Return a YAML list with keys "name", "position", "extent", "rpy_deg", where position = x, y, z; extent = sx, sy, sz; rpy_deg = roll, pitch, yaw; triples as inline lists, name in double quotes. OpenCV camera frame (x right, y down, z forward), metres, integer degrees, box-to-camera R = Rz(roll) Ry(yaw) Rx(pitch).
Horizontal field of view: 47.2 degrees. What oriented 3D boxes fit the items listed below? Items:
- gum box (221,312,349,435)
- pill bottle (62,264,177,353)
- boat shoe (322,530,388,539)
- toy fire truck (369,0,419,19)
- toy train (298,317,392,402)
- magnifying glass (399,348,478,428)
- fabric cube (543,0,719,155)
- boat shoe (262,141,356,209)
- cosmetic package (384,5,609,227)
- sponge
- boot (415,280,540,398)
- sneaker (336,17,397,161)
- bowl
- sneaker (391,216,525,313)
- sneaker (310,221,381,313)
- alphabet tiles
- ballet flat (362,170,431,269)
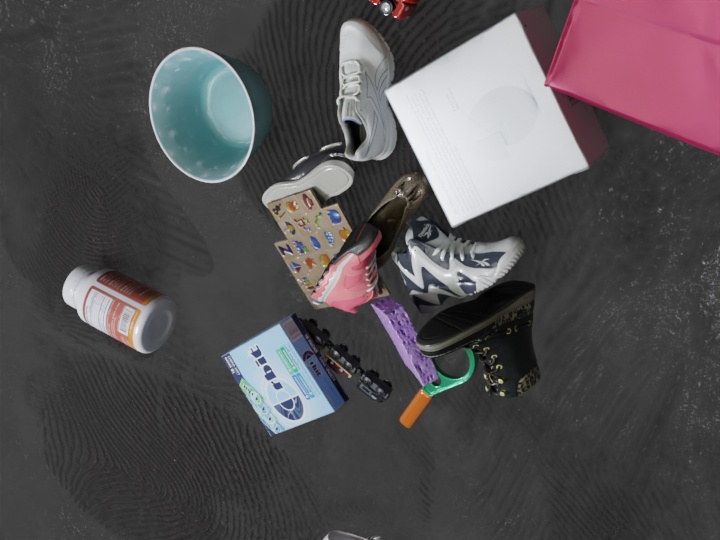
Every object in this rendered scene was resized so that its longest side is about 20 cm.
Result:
- name: "gum box"
  position: [-0.133, 0.182, 1.405]
  extent: [0.200, 0.045, 0.170]
  rpy_deg: [-29, 94, 47]
- name: "pill bottle"
  position: [-0.447, 0.064, 1.523]
  extent: [0.199, 0.112, 0.113]
  rpy_deg: [24, 120, 21]
- name: "boat shoe"
  position: [0.028, 0.497, 1.449]
  extent: [0.199, 0.071, 0.070]
  rpy_deg: [19, 117, 13]
- name: "toy fire truck"
  position: [0.013, -0.439, 1.082]
  extent: [0.200, 0.049, 0.141]
  rpy_deg: [37, 123, 13]
- name: "toy train"
  position: [-0.032, 0.148, 1.361]
  extent: [0.200, 0.034, 0.046]
  rpy_deg: [38, 134, 12]
- name: "magnifying glass"
  position: [0.117, 0.176, 1.293]
  extent: [0.079, 0.022, 0.200]
  rpy_deg: [38, 122, 12]
- name: "fabric cube"
  position: [0.342, -0.263, 0.870]
  extent: [0.199, 0.196, 0.201]
  rpy_deg: [26, 121, 19]
- name: "boat shoe"
  position: [-0.076, -0.139, 1.251]
  extent: [0.074, 0.061, 0.200]
  rpy_deg: [35, 145, -24]
- name: "cosmetic package"
  position: [0.173, -0.192, 1.043]
  extent: [0.199, 0.123, 0.200]
  rpy_deg: [-23, 97, 34]
- name: "sponge"
  position: [0.062, 0.097, 1.197]
  extent: [0.030, 0.200, 0.112]
  rpy_deg: [-29, 94, -4]
- name: "boot"
  position: [0.172, 0.116, 1.133]
  extent: [0.073, 0.203, 0.154]
  rpy_deg: [17, 126, 52]
- name: "sneaker"
  position: [0.003, -0.247, 1.144]
  extent: [0.074, 0.087, 0.201]
  rpy_deg: [0, 108, 33]
- name: "bowl"
  position: [-0.214, -0.244, 1.262]
  extent: [0.200, 0.105, 0.202]
  rpy_deg: [11, 114, 26]
- name: "sneaker"
  position: [0.125, -0.031, 1.164]
  extent: [0.199, 0.079, 0.130]
  rpy_deg: [-27, 103, 46]
- name: "sneaker"
  position: [0.000, 0.000, 1.218]
  extent: [0.087, 0.074, 0.200]
  rpy_deg: [32, 145, -5]
- name: "alphabet tiles"
  position: [-0.062, -0.031, 1.280]
  extent: [0.167, 0.008, 0.200]
  rpy_deg: [-12, 116, 42]
- name: "ballet flat"
  position: [0.037, -0.067, 1.220]
  extent: [0.067, 0.046, 0.200]
  rpy_deg: [43, 128, 7]
